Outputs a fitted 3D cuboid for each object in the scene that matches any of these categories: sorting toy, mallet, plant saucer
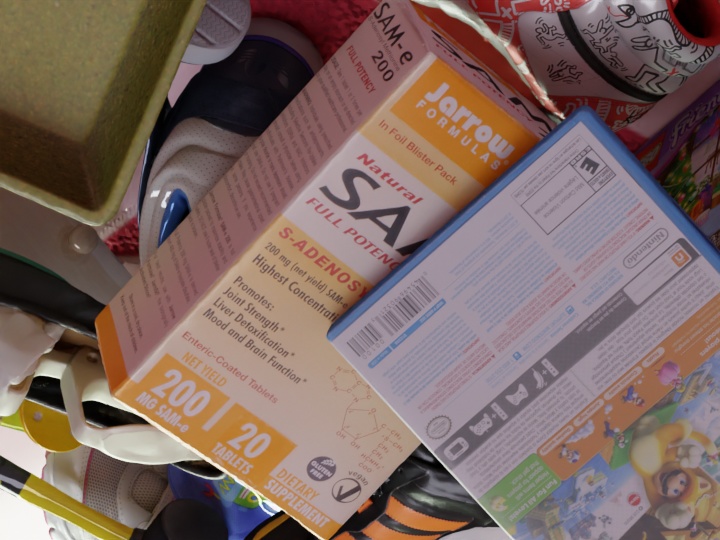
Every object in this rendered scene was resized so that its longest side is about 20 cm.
[{"bbox_3d":[-0.202,0.019,1.406,0.200,0.107,0.180,52,149,-19],"label":"sorting toy"},{"bbox_3d":[-0.158,0.105,1.401,0.200,0.041,0.066,35,126,-10],"label":"mallet"},{"bbox_3d":[-0.156,-0.147,1.175,0.200,0.048,0.200,24,93,1],"label":"plant saucer"}]

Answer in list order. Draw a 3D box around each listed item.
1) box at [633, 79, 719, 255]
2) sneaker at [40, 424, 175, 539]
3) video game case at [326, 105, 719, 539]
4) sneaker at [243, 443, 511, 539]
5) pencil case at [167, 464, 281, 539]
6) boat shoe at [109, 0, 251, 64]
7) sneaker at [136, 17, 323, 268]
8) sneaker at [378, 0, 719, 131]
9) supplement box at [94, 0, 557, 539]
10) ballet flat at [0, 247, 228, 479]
[{"bbox_3d":[0.176,-0.045,1.175,0.039,0.137,0.200,34,134,-15],"label":"box"},{"bbox_3d":[-0.091,0.140,1.485,0.088,0.081,0.200,-6,139,36],"label":"sneaker"},{"bbox_3d":[0.105,0.052,1.135,0.143,0.018,0.200,-41,96,12],"label":"video game case"},{"bbox_3d":[0.020,0.101,1.323,0.200,0.070,0.090,-18,132,18],"label":"sneaker"},{"bbox_3d":[-0.014,0.072,1.394,0.087,0.078,0.200,50,133,1],"label":"pencil case"},{"bbox_3d":[-0.140,-0.151,1.245,0.200,0.072,0.071,35,142,0],"label":"boat shoe"},{"bbox_3d":[-0.072,-0.006,1.293,0.081,0.147,0.200,18,135,2],"label":"sneaker"},{"bbox_3d":[0.066,-0.139,1.176,0.201,0.067,0.108,40,131,-24],"label":"sneaker"},{"bbox_3d":[0.000,0.000,1.180,0.126,0.074,0.200,36,104,-25],"label":"supplement box"},{"bbox_3d":[-0.134,0.042,1.269,0.200,0.068,0.068,20,129,-9],"label":"ballet flat"}]
